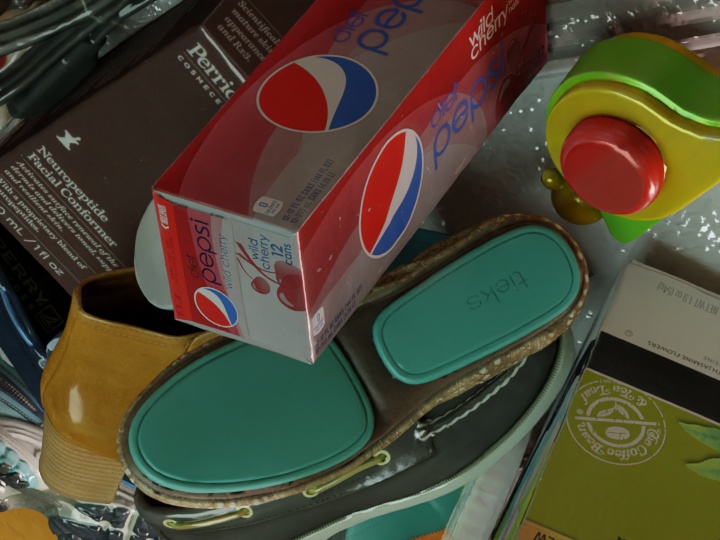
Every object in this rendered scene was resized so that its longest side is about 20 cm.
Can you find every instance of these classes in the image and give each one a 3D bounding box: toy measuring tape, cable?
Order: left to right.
[{"bbox_3d":[-0.126,-0.117,1.164,0.200,0.097,0.050,-37,66,41],"label":"cable"},{"bbox_3d":[0.126,-0.072,1.036,0.074,0.074,0.200,42,141,-6],"label":"toy measuring tape"}]

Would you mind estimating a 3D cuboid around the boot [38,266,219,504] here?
[{"bbox_3d":[-0.043,0.055,1.226,0.201,0.071,0.144,3,143,-18],"label":"boot"}]

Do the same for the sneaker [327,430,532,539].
[{"bbox_3d":[0.007,0.133,1.229,0.080,0.071,0.200,23,98,-1],"label":"sneaker"}]

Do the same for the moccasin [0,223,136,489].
[{"bbox_3d":[-0.135,0.034,1.306,0.200,0.080,0.068,42,156,3],"label":"moccasin"}]

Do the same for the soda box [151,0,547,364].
[{"bbox_3d":[0.001,-0.058,1.036,0.063,0.200,0.070,17,136,24],"label":"soda box"}]

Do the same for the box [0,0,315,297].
[{"bbox_3d":[-0.076,-0.055,1.201,0.100,0.075,0.200,47,138,-13],"label":"box"}]

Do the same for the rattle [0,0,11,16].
[{"bbox_3d":[-0.203,-0.136,1.168,0.200,0.143,0.130,2,115,43],"label":"rattle"}]

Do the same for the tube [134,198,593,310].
[{"bbox_3d":[0.000,0.000,1.144,0.200,0.050,0.077,7,165,-39],"label":"tube"}]

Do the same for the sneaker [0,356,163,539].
[{"bbox_3d":[-0.134,0.092,1.387,0.200,0.086,0.078,29,147,-24],"label":"sneaker"}]

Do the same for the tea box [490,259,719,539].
[{"bbox_3d":[0.115,0.144,1.144,0.134,0.197,0.200,23,139,3],"label":"tea box"}]

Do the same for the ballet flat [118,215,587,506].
[{"bbox_3d":[-0.003,0.041,1.083,0.065,0.200,0.071,134,114,-79],"label":"ballet flat"}]

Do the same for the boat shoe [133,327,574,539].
[{"bbox_3d":[-0.004,0.067,1.158,0.201,0.072,0.061,-32,139,18],"label":"boat shoe"}]
